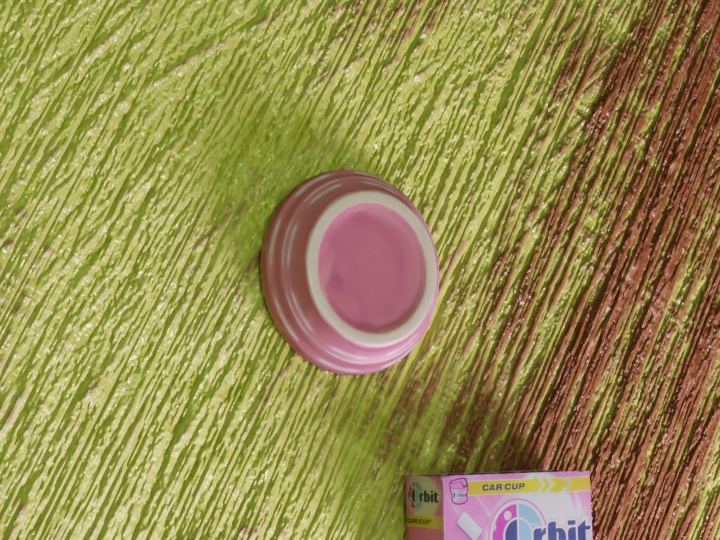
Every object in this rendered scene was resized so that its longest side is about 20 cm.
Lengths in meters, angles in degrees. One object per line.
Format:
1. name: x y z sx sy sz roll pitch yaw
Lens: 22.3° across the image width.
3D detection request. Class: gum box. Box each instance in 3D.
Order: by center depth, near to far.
1. gum box: 0.144 0.258 1.823 0.199 0.066 0.114 2 85 -33

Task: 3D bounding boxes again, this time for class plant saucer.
1. plant saucer: 0.000 0.000 1.773 0.200 0.051 0.202 4 83 -33
